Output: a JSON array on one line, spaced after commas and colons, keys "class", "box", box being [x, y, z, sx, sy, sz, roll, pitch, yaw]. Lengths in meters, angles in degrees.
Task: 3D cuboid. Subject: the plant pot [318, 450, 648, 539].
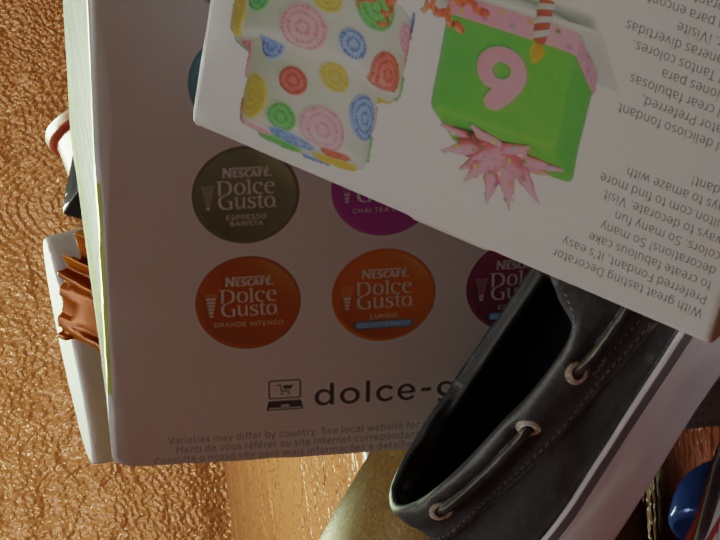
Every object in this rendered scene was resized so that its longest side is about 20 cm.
[{"class": "plant pot", "box": [0.037, 0.160, 0.944, 0.186, 0.185, 0.201, -126, 47, -75]}]

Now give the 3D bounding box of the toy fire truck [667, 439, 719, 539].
[{"class": "toy fire truck", "box": [0.097, 0.115, 0.713, 0.200, 0.112, 0.169, 98, -169, -64]}]

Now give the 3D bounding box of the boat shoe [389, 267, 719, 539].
[{"class": "boat shoe", "box": [0.065, -0.002, 0.702, 0.070, 0.066, 0.201, -99, 31, -55]}]

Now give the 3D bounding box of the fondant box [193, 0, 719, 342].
[{"class": "fondant box", "box": [0.048, -0.100, 0.595, 0.058, 0.144, 0.201, -47, -24, -51]}]

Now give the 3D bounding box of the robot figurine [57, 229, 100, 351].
[{"class": "robot figurine", "box": [0.000, 0.000, 0.932, 0.145, 0.199, 0.058, 29, 126, 39]}]

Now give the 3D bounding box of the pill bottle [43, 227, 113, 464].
[{"class": "pill bottle", "box": [-0.023, 0.013, 1.069, 0.114, 0.199, 0.115, 168, 90, -80]}]

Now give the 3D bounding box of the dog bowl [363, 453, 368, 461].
[{"class": "dog bowl", "box": [0.034, 0.042, 1.229, 0.200, 0.058, 0.201, 176, 90, -82]}]

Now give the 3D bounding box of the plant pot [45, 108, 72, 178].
[{"class": "plant pot", "box": [-0.057, -0.004, 1.451, 0.201, 0.200, 0.196, 121, 135, -77]}]

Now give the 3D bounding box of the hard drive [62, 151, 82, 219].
[{"class": "hard drive", "box": [-0.042, -0.114, 0.964, 0.200, 0.042, 0.135, -55, 15, 18]}]

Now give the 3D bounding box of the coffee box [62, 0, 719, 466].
[{"class": "coffee box", "box": [0.010, -0.080, 0.800, 0.200, 0.199, 0.199, -107, 15, -60]}]
